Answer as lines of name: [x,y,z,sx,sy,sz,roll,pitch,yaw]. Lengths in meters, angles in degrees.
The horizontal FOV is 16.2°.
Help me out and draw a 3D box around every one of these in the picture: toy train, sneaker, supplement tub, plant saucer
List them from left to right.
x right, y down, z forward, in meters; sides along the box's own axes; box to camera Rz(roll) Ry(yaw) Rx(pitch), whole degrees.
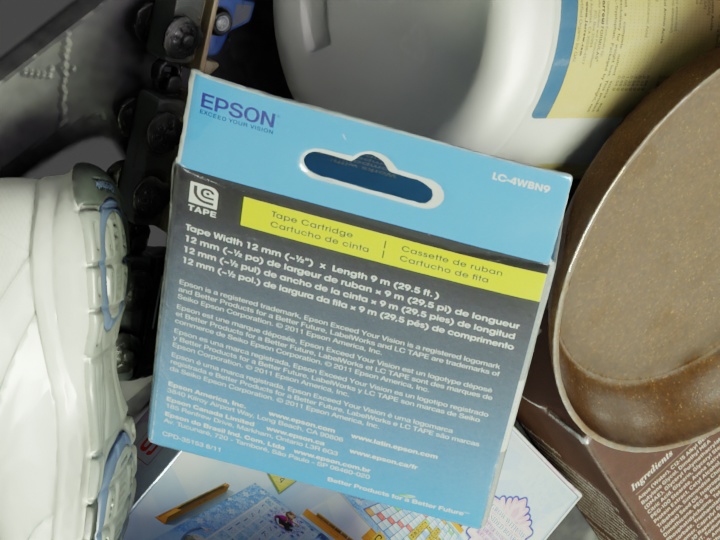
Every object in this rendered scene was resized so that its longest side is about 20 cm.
sneaker: [-0.136,0.055,1.006,0.087,0.075,0.201,2,99,8]
toy train: [-0.076,-0.050,1.031,0.046,0.034,0.200,1,107,-38]
supplement tub: [0.079,-0.109,1.036,0.200,0.145,0.145,-4,110,-45]
plant saucer: [0.147,-0.017,1.031,0.200,0.034,0.201,-24,134,-28]

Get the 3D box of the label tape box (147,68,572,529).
label tape box: [0.000,0.000,0.963,0.066,0.143,0.200,-71,174,-45]

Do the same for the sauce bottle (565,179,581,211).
sauce bottle: [0.168,-0.003,1.136,0.200,0.065,0.065,23,95,4]

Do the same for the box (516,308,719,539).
box: [0.145,0.100,1.194,0.075,0.100,0.200,-42,126,-7]

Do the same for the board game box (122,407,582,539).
board game box: [-0.023,0.117,1.125,0.200,0.041,0.200,-49,127,-8]
